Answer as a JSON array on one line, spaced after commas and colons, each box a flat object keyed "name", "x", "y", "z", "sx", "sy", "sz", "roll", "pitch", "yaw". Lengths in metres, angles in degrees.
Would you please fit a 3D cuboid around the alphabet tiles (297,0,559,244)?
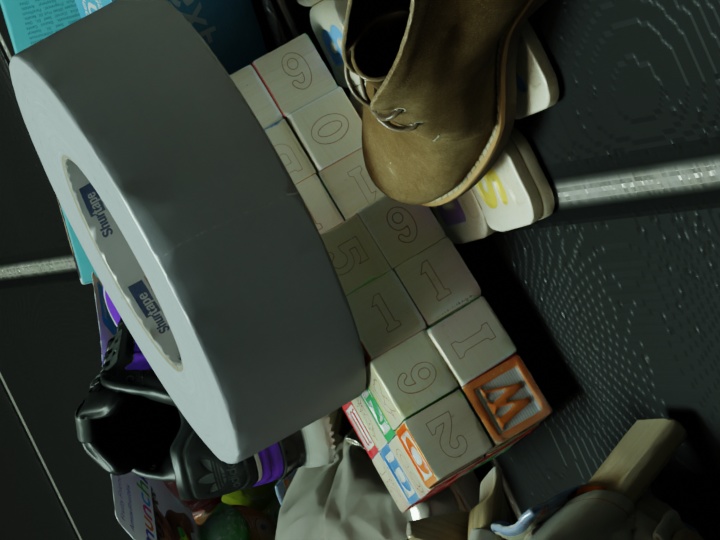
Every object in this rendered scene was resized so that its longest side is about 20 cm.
[{"name": "alphabet tiles", "x": 0.015, "y": -0.106, "z": 1.014, "sx": 0.201, "sy": 0.015, "sz": 0.195, "roll": 64, "pitch": 161, "yaw": -5}]

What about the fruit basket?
[{"name": "fruit basket", "x": -0.077, "y": 0.117, "z": 1.332, "sx": 0.186, "sy": 0.093, "sz": 0.200, "roll": -102, "pitch": -15, "yaw": -49}]

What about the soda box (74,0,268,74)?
[{"name": "soda box", "x": -0.098, "y": -0.140, "z": 1.171, "sx": 0.064, "sy": 0.068, "sz": 0.201, "roll": 34, "pitch": 147, "yaw": 57}]

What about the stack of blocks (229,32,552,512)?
[{"name": "stack of blocks", "x": 0.000, "y": 0.000, "z": 1.101, "sx": 0.201, "sy": 0.058, "sz": 0.115, "roll": 59, "pitch": 168, "yaw": 8}]

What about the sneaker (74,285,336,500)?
[{"name": "sneaker", "x": -0.099, "y": 0.049, "z": 1.205, "sx": 0.200, "sy": 0.099, "sz": 0.070, "roll": 38, "pitch": 148, "yaw": 53}]

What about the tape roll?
[{"name": "tape roll", "x": -0.075, "y": -0.018, "z": 1.072, "sx": 0.201, "sy": 0.066, "sz": 0.200, "roll": 57, "pitch": 168, "yaw": 19}]

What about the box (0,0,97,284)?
[{"name": "box", "x": -0.159, "y": -0.097, "z": 1.382, "sx": 0.082, "sy": 0.049, "sz": 0.201, "roll": -112, "pitch": 9, "yaw": -51}]

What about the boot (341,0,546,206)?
[{"name": "boot", "x": 0.018, "y": -0.079, "z": 0.925, "sx": 0.074, "sy": 0.075, "sz": 0.200, "roll": 49, "pitch": 154, "yaw": 17}]

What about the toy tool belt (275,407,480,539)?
[{"name": "toy tool belt", "x": 0.012, "y": 0.152, "z": 1.247, "sx": 0.123, "sy": 0.124, "sz": 0.201, "roll": -100, "pitch": -1, "yaw": -50}]

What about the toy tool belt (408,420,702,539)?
[{"name": "toy tool belt", "x": 0.063, "y": 0.146, "z": 0.998, "sx": 0.124, "sy": 0.123, "sz": 0.200, "roll": 27, "pitch": 139, "yaw": -21}]
